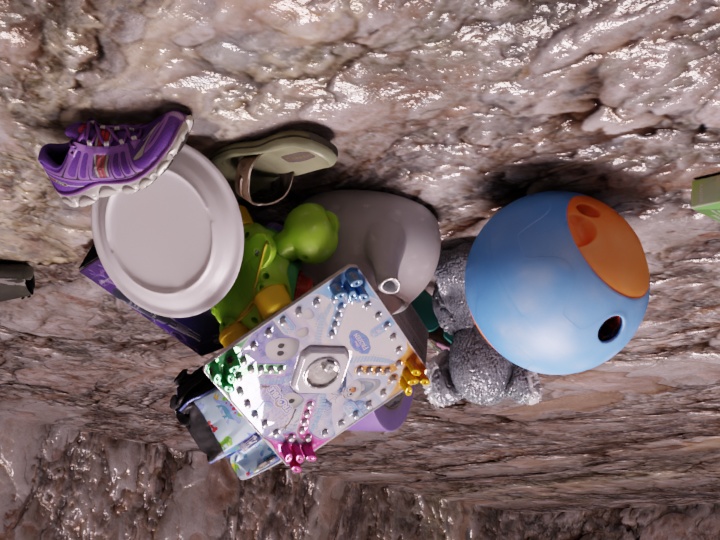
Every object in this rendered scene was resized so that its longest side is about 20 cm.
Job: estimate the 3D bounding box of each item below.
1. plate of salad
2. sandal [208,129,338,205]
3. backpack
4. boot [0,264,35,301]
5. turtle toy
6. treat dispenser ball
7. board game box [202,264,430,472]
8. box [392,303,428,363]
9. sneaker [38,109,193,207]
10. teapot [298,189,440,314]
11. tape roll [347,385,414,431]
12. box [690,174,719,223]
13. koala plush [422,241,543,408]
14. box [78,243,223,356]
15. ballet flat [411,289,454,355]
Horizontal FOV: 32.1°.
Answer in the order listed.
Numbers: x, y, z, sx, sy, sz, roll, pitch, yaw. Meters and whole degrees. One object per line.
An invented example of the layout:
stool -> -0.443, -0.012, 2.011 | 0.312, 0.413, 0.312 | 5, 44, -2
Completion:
plate of salad -> -0.210, -0.047, 1.379 | 0.200, 0.200, 0.048 | -3, -170, 27
sandal -> -0.104, -0.102, 1.342 | 0.080, 0.057, 0.201 | 18, 162, -34
backpack -> -0.110, 0.149, 1.524 | 0.200, 0.147, 0.183 | -33, -172, -2
boot -> -0.561, 0.038, 1.936 | 0.138, 0.078, 0.200 | 2, 164, -4
turtle toy -> -0.103, -0.002, 1.409 | 0.101, 0.146, 0.200 | -4, 150, -47
treat dispenser ball -> 0.214, 0.013, 1.368 | 0.201, 0.201, 0.201 | 5, 163, 2
board game box -> -0.042, 0.115, 1.393 | 0.200, 0.026, 0.200 | -34, 130, 0
box -> -0.024, 0.105, 1.660 | 0.200, 0.101, 0.113 | -21, 120, 21
sneaker -> -0.261, -0.125, 1.303 | 0.200, 0.081, 0.083 | -17, 126, 31
teapot -> 0.000, 0.000, 1.495 | 0.197, 0.146, 0.200 | -3, 162, 28
tape roll -> 0.009, 0.134, 1.831 | 0.085, 0.200, 0.200 | -1, 162, 23
box -> 0.463, -0.075, 1.285 | 0.144, 0.036, 0.200 | 21, 156, -40
koala plush -> 0.158, 0.080, 1.605 | 0.177, 0.200, 0.184 | 1, 162, 18
box -> -0.217, 0.001, 1.532 | 0.200, 0.104, 0.148 | 37, 151, -18
ballet flat -> 0.110, 0.093, 1.735 | 0.200, 0.069, 0.071 | 35, 137, 20
